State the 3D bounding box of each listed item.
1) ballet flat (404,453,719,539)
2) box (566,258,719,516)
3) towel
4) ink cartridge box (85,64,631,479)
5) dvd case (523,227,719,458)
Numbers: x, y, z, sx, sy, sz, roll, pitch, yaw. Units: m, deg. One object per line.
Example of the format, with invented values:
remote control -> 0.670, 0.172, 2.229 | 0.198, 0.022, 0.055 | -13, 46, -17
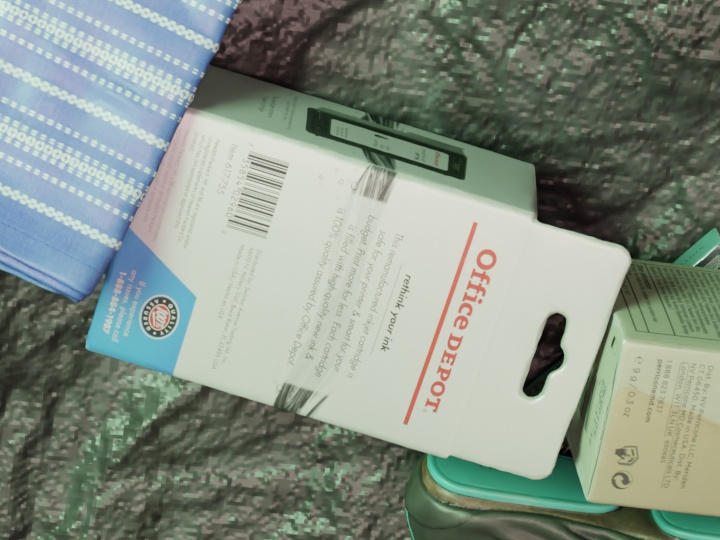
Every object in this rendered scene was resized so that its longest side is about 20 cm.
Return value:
ballet flat -> 0.118, 0.116, 1.116 | 0.200, 0.068, 0.068 | 8, 122, 3
box -> 0.192, 0.055, 1.076 | 0.200, 0.095, 0.078 | 8, 112, -6
towel -> -0.126, -0.103, 0.984 | 0.145, 0.024, 0.200 | 26, 93, -7
ink cartridge box -> 0.000, 0.000, 1.060 | 0.200, 0.068, 0.116 | 17, 112, -4
dvd case -> 0.169, 0.095, 1.152 | 0.146, 0.022, 0.200 | -42, 109, 13
